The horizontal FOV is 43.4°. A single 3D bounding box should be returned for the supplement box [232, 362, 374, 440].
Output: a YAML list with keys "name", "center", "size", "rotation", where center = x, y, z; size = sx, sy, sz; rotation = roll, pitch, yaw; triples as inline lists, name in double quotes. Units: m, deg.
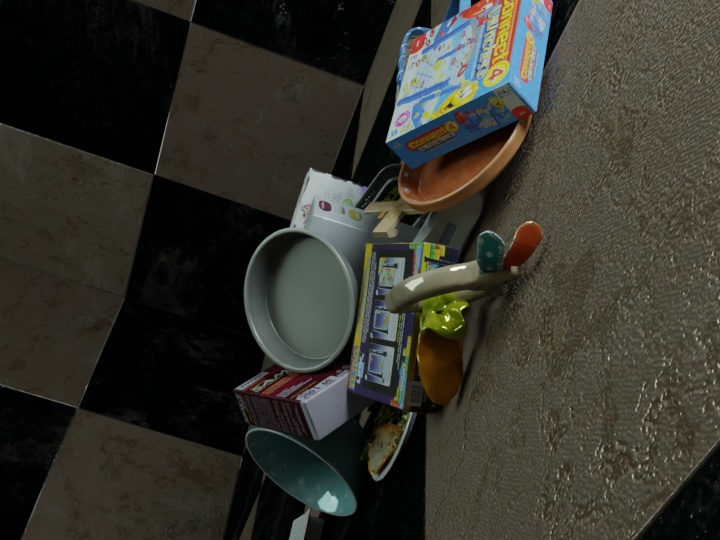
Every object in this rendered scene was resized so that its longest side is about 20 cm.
- name: "supplement box"
  center: [-0.084, 0.177, 1.280]
  size: [0.199, 0.108, 0.062]
  rotation: [-4, 111, 53]

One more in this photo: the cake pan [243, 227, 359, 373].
- name: "cake pan"
  center: [-0.080, 0.040, 1.266]
  size: [0.037, 0.199, 0.202]
  rotation: [-8, -55, -54]

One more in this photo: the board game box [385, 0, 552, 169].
- name: "board game box"
  center: [0.137, -0.249, 1.138]
  size: [0.195, 0.056, 0.202]
  rotation: [-21, 42, 41]

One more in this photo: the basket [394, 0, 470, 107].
- name: "basket"
  center: [0.124, -0.303, 1.358]
  size: [0.201, 0.137, 0.179]
  rotation: [112, 167, -62]

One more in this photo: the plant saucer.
- name: "plant saucer"
  center: [0.132, -0.152, 1.133]
  size: [0.199, 0.032, 0.201]
  rotation: [-35, 29, 23]

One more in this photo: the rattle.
- name: "rattle"
  center: [0.119, 0.049, 0.953]
  size: [0.199, 0.129, 0.145]
  rotation: [-21, 59, 45]

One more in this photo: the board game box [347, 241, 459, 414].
- name: "board game box"
  center: [0.051, 0.068, 1.146]
  size: [0.165, 0.056, 0.203]
  rotation: [-176, 94, -66]

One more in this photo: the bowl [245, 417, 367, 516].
- name: "bowl"
  center: [-0.066, 0.268, 1.374]
  size: [0.105, 0.200, 0.201]
  rotation: [-54, -2, -32]

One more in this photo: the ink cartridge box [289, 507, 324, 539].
- name: "ink cartridge box"
  center: [-0.103, 0.512, 1.513]
  size: [0.176, 0.044, 0.202]
  rotation: [123, 162, -64]

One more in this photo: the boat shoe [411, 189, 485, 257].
- name: "boat shoe"
  center: [0.111, -0.053, 1.214]
  size: [0.069, 0.071, 0.201]
  rotation: [-59, -9, -51]

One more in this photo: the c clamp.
- name: "c clamp"
  center: [0.056, -0.061, 1.452]
  size: [0.201, 0.170, 0.027]
  rotation: [-59, -21, 17]

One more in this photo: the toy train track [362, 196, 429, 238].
- name: "toy train track"
  center: [0.079, -0.099, 1.206]
  size: [0.114, 0.033, 0.200]
  rotation: [1, 40, 39]

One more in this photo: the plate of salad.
- name: "plate of salad"
  center: [0.039, 0.187, 1.246]
  size: [0.200, 0.047, 0.203]
  rotation: [-163, 90, -82]

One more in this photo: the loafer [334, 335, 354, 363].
- name: "loafer"
  center: [-0.038, 0.130, 1.398]
  size: [0.071, 0.197, 0.074]
  rotation: [64, -165, -62]

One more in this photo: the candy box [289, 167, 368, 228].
- name: "candy box"
  center: [-0.032, -0.082, 1.729]
  size: [0.072, 0.198, 0.170]
  rotation: [-179, 107, -81]

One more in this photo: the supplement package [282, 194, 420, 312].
- name: "supplement package"
  center: [0.000, 0.000, 1.355]
  size: [0.111, 0.197, 0.157]
  rotation: [-96, 24, -69]

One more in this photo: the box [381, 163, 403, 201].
- name: "box"
  center: [0.043, -0.123, 1.603]
  size: [0.193, 0.048, 0.200]
  rotation: [-45, 3, -12]
